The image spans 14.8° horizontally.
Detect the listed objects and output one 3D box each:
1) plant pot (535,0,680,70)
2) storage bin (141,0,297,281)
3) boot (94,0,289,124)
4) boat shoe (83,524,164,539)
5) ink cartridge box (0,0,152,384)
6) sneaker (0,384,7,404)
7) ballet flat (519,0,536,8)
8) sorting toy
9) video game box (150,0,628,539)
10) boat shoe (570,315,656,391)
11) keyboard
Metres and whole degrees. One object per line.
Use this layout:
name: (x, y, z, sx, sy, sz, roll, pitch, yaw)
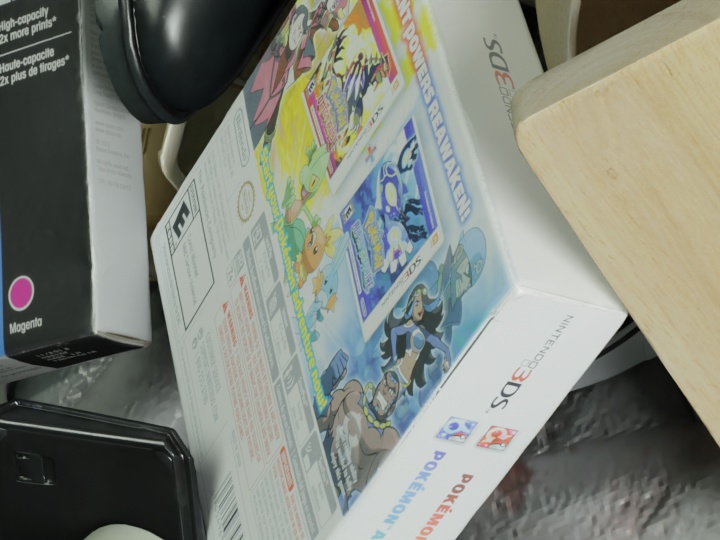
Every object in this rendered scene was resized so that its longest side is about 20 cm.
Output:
plant pot: (0.137, -0.109, 0.874, 0.200, 0.200, 0.134, -48, 31, 11)
storage bin: (-0.106, -0.101, 1.114, 0.200, 0.094, 0.199, 0, 70, 38)
boot: (0.009, -0.141, 0.959, 0.168, 0.076, 0.200, 5, 67, 27)
boat shoe: (-0.106, 0.177, 0.918, 0.072, 0.060, 0.202, 26, 120, 14)
ink cartridge box: (-0.125, -0.061, 1.024, 0.095, 0.037, 0.200, -15, 70, 36)
sneaker: (-0.171, 0.099, 1.092, 0.092, 0.076, 0.200, -19, 60, 26)
ballet flat: (0.047, -0.092, 1.018, 0.074, 0.074, 0.200, 27, 89, 43)
sorting toy: (0.172, -0.032, 0.788, 0.199, 0.200, 0.070, -27, 33, 15)
video game box: (0.000, 0.000, 0.885, 0.182, 0.047, 0.200, -58, 32, 36)
boat shoe: (0.045, 0.005, 0.962, 0.199, 0.068, 0.074, -25, 56, 28)
keyboard: (-0.103, 0.137, 0.947, 0.127, 0.021, 0.200, 7, 113, 23)
